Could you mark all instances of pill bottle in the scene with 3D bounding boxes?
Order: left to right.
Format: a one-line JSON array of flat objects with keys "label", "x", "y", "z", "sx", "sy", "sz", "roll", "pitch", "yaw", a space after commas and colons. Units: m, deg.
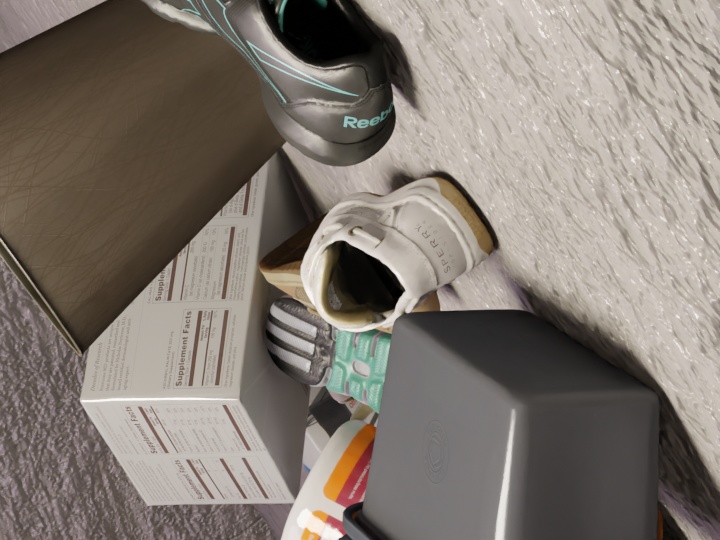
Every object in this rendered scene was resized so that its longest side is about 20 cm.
[{"label": "pill bottle", "x": 0.058, "y": 0.183, "z": 1.614, "sx": 0.200, "sy": 0.110, "sz": 0.110, "roll": 26, "pitch": 166, "yaw": 10}]

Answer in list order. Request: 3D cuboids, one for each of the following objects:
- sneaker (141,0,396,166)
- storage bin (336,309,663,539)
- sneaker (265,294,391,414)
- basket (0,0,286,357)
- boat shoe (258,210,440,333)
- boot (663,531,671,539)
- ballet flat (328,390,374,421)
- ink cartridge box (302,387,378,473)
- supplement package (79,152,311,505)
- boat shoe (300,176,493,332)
[{"label": "sneaker", "x": -0.051, "y": -0.143, "z": 1.276, "sx": 0.200, "sy": 0.075, "sz": 0.079, "roll": 44, "pitch": 155, "yaw": 16}, {"label": "storage bin", "x": 0.085, "y": 0.103, "z": 1.292, "sx": 0.200, "sy": 0.145, "sz": 0.135, "roll": -144, "pitch": 56, "yaw": -63}, {"label": "sneaker", "x": 0.039, "y": 0.059, "z": 1.629, "sx": 0.200, "sy": 0.088, "sz": 0.074, "roll": 30, "pitch": 121, "yaw": 26}, {"label": "basket", "x": -0.133, "y": -0.080, "z": 1.464, "sx": 0.180, "sy": 0.200, "sz": 0.136, "roll": 53, "pitch": 172, "yaw": 8}, {"label": "boat shoe", "x": -0.008, "y": 0.007, "z": 1.574, "sx": 0.065, "sy": 0.071, "sz": 0.200, "roll": 56, "pitch": 169, "yaw": -14}, {"label": "boot", "x": 0.109, "y": 0.139, "z": 1.446, "sx": 0.211, "sy": 0.079, "sz": 0.158, "roll": 44, "pitch": 180, "yaw": -13}, {"label": "ballet flat", "x": 0.008, "y": 0.078, "z": 1.792, "sx": 0.200, "sy": 0.063, "sz": 0.069, "roll": 44, "pitch": 169, "yaw": 47}, {"label": "ink cartridge box", "x": -0.028, "y": 0.092, "z": 1.962, "sx": 0.200, "sy": 0.084, "sz": 0.145, "roll": 56, "pitch": 171, "yaw": -16}, {"label": "supplement package", "x": -0.102, "y": 0.037, "z": 1.723, "sx": 0.156, "sy": 0.111, "sz": 0.200, "roll": 67, "pitch": -155, "yaw": -56}, {"label": "boat shoe", "x": 0.000, "y": 0.000, "z": 1.388, "sx": 0.071, "sy": 0.069, "sz": 0.200, "roll": 52, "pitch": 158, "yaw": -3}]
